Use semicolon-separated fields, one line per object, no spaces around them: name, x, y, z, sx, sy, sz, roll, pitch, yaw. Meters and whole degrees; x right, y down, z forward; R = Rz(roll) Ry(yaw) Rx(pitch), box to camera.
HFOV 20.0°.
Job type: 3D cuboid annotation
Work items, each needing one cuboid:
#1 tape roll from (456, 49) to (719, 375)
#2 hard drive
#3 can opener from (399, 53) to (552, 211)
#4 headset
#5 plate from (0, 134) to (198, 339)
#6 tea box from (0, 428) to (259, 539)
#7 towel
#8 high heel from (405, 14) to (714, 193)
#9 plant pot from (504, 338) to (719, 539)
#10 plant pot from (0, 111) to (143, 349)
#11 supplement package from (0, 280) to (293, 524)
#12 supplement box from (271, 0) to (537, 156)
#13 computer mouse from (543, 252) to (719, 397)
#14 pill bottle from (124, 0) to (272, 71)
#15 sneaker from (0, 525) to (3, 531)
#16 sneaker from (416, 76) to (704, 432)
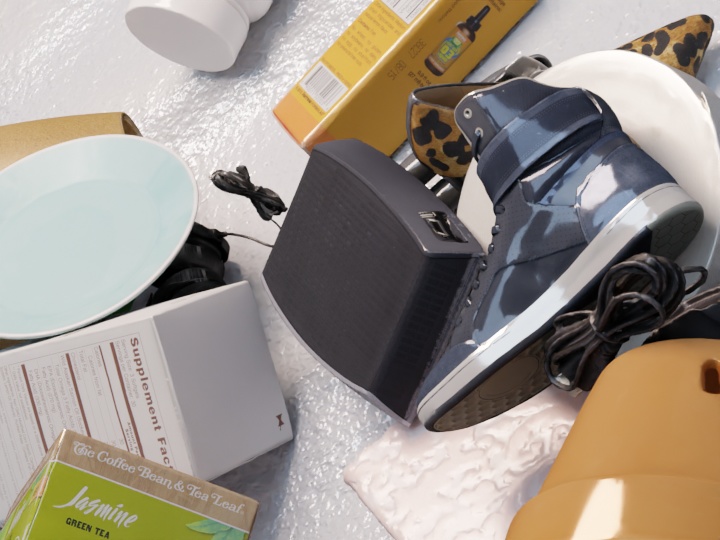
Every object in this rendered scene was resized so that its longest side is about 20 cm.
tape roll;0.142;-0.031;1.208;0.202;0.037;0.204;-15;68;41
hard drive;0.000;0.000;1.311;0.200;0.042;0.136;45;116;56
can opener;0.060;-0.073;1.411;0.200;0.053;0.067;-41;10;11
headset;-0.132;0.005;1.475;0.200;0.094;0.124;-39;42;24
plate;-0.205;-0.020;1.436;0.199;0.026;0.201;-11;43;10
tea box;-0.171;0.231;1.256;0.200;0.133;0.198;132;157;-62
towel;0.108;0.113;1.213;0.200;0.032;0.191;-40;40;-6
high heel;0.128;-0.120;1.304;0.200;0.142;0.072;-43;41;8
plant pot;0.177;0.130;1.050;0.199;0.200;0.141;-9;49;36
plant pot;-0.252;-0.038;1.566;0.199;0.187;0.187;-24;46;6
supplement package;-0.167;0.092;1.394;0.199;0.117;0.118;-14;93;33
supplement box;0.032;-0.156;1.471;0.200;0.067;0.069;-45;39;5
computer mouse;0.207;0.052;1.095;0.139;0.199;0.053;124;152;-59
pill bottle;-0.109;-0.269;1.637;0.113;0.113;0.201;2;63;41
sneaker;-0.266;0.215;1.453;0.199;0.075;0.115;10;71;48
sneaker;0.082;-0.016;1.172;0.202;0.077;0.146;-45;62;15
